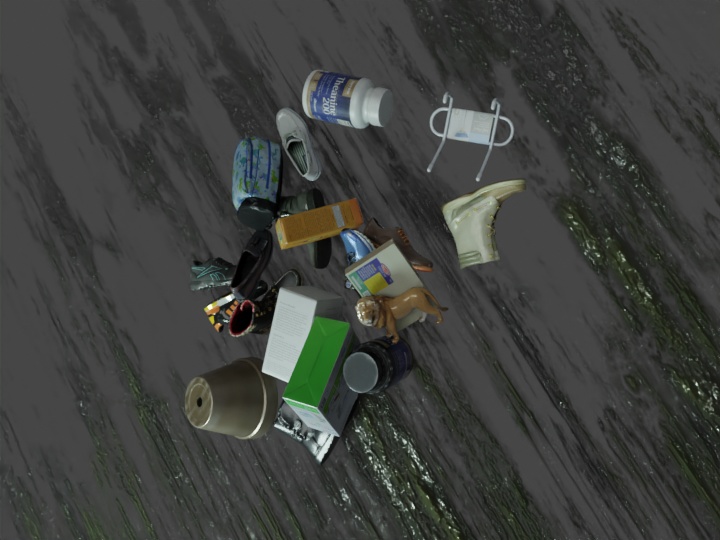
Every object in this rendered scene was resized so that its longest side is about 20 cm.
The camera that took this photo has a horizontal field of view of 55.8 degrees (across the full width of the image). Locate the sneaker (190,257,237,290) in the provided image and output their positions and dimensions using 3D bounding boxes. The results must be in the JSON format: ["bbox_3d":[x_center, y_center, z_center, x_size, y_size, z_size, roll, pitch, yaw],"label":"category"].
[{"bbox_3d":[-0.363,0.003,1.755,0.195,0.075,0.082,-7,86,24],"label":"sneaker"}]

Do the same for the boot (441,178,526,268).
[{"bbox_3d":[0.282,-0.100,1.462,0.196,0.072,0.159,-21,82,28],"label":"boot"}]

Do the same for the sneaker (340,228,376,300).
[{"bbox_3d":[0.000,0.000,1.543,0.078,0.088,0.204,3,120,62],"label":"sneaker"}]

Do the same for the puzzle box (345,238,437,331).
[{"bbox_3d":[0.071,0.039,1.513,0.131,0.026,0.201,-30,118,14],"label":"puzzle box"}]

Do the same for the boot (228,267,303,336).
[{"bbox_3d":[-0.230,0.081,1.653,0.073,0.150,0.201,45,108,16],"label":"boot"}]

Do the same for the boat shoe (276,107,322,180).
[{"bbox_3d":[-0.155,-0.315,1.658,0.073,0.066,0.203,-36,77,20],"label":"boat shoe"}]

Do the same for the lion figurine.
[{"bbox_3d":[0.091,0.081,1.494,0.196,0.073,0.125,-26,112,-6],"label":"lion figurine"}]

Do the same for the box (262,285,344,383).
[{"bbox_3d":[-0.134,0.149,1.611,0.104,0.151,0.206,16,97,23],"label":"box"}]

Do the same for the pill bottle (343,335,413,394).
[{"bbox_3d":[0.039,0.210,1.507,0.109,0.199,0.116,1,92,23],"label":"pill bottle"}]

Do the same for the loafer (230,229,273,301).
[{"bbox_3d":[-0.268,-0.023,1.674,0.070,0.063,0.205,4,65,24],"label":"loafer"}]

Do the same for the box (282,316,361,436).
[{"bbox_3d":[-0.070,0.240,1.530,0.094,0.178,0.204,11,63,23],"label":"box"}]

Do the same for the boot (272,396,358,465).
[{"bbox_3d":[-0.114,0.346,1.646,0.166,0.076,0.203,35,110,16],"label":"boot"}]

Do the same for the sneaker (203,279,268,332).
[{"bbox_3d":[-0.306,0.094,1.742,0.196,0.070,0.092,-22,98,23],"label":"sneaker"}]

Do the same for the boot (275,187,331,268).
[{"bbox_3d":[-0.143,-0.095,1.667,0.128,0.067,0.206,-12,80,31],"label":"boot"}]

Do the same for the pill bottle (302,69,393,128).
[{"bbox_3d":[-0.028,-0.393,1.575,0.195,0.110,0.114,17,98,23],"label":"pill bottle"}]

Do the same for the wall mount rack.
[{"bbox_3d":[0.227,-0.290,1.481,0.195,0.074,0.179,14,97,24],"label":"wall mount rack"}]

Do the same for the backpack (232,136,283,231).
[{"bbox_3d":[-0.249,-0.223,1.652,0.150,0.163,0.205,22,72,-13],"label":"backpack"}]

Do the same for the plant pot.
[{"bbox_3d":[-0.328,0.316,1.664,0.197,0.171,0.207,-5,82,42],"label":"plant pot"}]

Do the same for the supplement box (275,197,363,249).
[{"bbox_3d":[-0.096,-0.108,1.576,0.195,0.066,0.071,-18,84,-19],"label":"supplement box"}]

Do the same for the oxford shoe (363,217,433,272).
[{"bbox_3d":[0.087,-0.057,1.553,0.197,0.071,0.074,28,98,22],"label":"oxford shoe"}]
